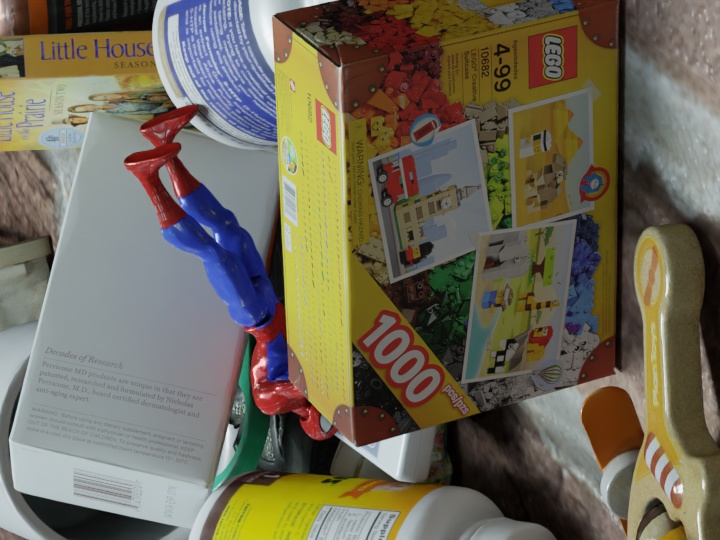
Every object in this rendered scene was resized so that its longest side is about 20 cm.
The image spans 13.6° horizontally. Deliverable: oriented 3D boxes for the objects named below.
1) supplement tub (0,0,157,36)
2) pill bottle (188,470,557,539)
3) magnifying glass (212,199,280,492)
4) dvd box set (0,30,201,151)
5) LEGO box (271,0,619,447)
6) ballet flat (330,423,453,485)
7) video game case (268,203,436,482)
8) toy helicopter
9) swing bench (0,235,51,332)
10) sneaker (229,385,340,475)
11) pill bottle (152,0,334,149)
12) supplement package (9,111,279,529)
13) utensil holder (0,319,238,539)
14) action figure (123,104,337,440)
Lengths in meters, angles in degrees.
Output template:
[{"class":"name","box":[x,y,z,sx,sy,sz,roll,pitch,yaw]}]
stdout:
[{"class":"supplement tub","box":[-0.170,-0.177,1.755,0.107,0.199,0.108,46,144,50]},{"class":"pill bottle","box":[0.009,0.167,1.621,0.199,0.109,0.110,2,107,37]},{"class":"magnifying glass","box":[-0.071,0.042,1.800,0.079,0.022,0.201,2,74,55]},{"class":"dvd box set","box":[-0.138,-0.104,1.735,0.146,0.199,0.030,121,145,-73]},{"class":"LEGO box","box":[0.043,-0.035,1.438,0.077,0.148,0.201,42,141,53]},{"class":"ballet flat","box":[0.015,0.129,1.715,0.075,0.064,0.201,26,127,49]},{"class":"video game case","box":[0.000,0.000,1.663,0.200,0.023,0.183,31,114,61]},{"class":"toy helicopter","box":[0.144,0.079,1.394,0.132,0.078,0.201,-177,84,-76]},{"class":"swing bench","box":[-0.316,0.075,2.397,0.200,0.129,0.200,12,114,65]},{"class":"sneaker","box":[-0.041,0.126,1.840,0.114,0.076,0.200,-125,33,-45]},{"class":"pill bottle","box":[-0.017,-0.133,1.555,0.200,0.119,0.120,-10,94,63]},{"class":"supplement package","box":[-0.121,0.030,1.712,0.117,0.117,0.201,104,178,-72]},{"class":"utensil holder","box":[-0.192,0.113,2.072,0.200,0.169,0.171,174,82,-70]},{"class":"action figure","box":[-0.038,0.004,1.603,0.065,0.098,0.201,-69,-41,-56]}]
